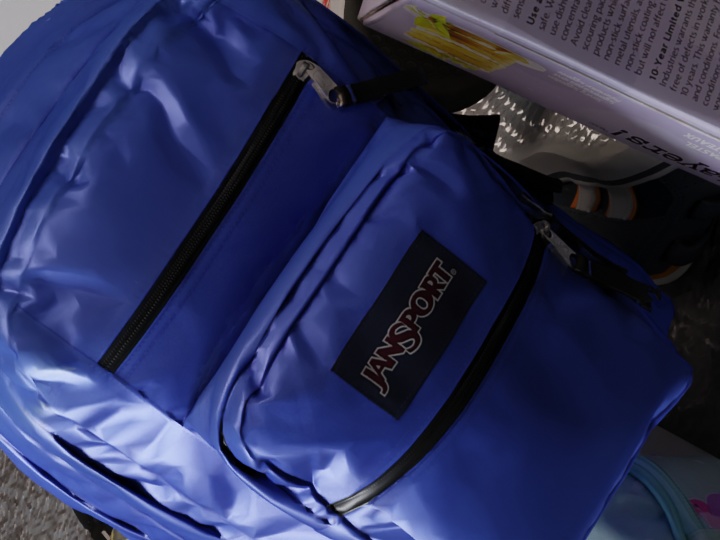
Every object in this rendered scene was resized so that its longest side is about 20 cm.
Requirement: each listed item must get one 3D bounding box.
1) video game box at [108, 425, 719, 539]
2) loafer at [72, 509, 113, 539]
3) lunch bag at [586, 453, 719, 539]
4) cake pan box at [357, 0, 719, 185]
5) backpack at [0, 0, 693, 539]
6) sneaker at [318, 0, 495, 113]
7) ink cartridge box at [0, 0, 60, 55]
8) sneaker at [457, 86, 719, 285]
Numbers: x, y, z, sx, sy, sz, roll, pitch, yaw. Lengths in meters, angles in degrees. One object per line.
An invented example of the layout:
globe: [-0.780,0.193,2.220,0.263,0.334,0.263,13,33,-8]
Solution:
video game box: [0.008,0.105,0.803,0.200,0.047,0.182,29,105,24]
loafer: [-0.116,0.060,1.069,0.201,0.070,0.068,59,134,24]
lunch bag: [0.078,0.168,0.681,0.160,0.077,0.200,-35,63,27]
cake pan box: [0.117,-0.125,0.623,0.052,0.184,0.200,-8,62,70]
backpack: [-0.019,0.007,0.638,0.168,0.200,0.163,-2,54,60]
sneaker: [0.014,-0.084,0.820,0.201,0.067,0.108,-87,15,-52]
ink cartridge box: [-0.111,-0.086,0.960,0.068,0.116,0.200,-110,-3,-61]
sneaker: [0.098,-0.045,0.749,0.200,0.079,0.079,-17,48,64]
